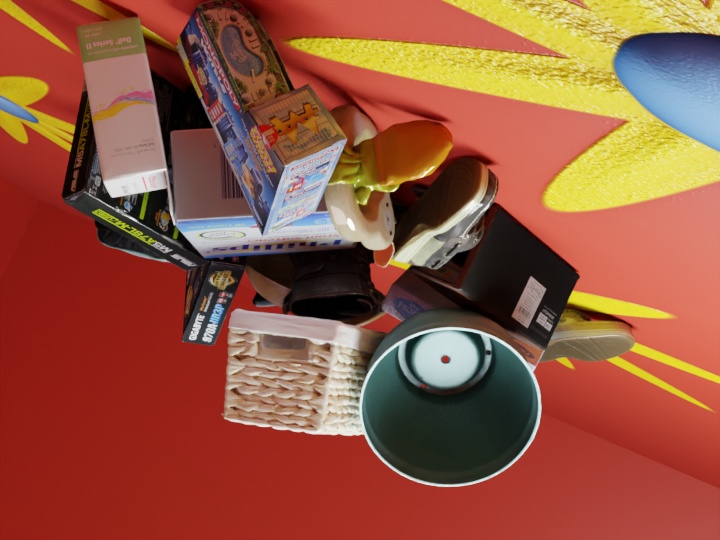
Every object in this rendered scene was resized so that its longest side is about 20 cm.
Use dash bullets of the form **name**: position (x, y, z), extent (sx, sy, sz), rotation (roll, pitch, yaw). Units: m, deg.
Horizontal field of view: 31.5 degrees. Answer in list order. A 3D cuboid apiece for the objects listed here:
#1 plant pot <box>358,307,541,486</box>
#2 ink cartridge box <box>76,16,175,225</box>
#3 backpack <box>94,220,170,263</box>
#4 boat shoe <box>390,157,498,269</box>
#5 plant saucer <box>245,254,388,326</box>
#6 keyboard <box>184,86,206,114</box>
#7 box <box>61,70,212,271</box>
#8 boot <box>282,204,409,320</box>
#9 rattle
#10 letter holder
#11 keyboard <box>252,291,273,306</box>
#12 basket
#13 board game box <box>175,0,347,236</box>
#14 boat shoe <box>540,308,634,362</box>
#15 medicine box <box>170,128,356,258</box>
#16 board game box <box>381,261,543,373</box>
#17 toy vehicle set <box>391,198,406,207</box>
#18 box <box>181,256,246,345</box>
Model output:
- **plant pot**: position (0.098, 0.123, 1.446), extent (0.199, 0.201, 0.134), rotation (26, -158, -11)
- **ink cartridge box**: position (-0.240, -0.145, 1.315), extent (0.067, 0.202, 0.117), rotation (-10, 176, -7)
- **backpack**: position (-0.280, -0.099, 1.885), extent (0.153, 0.177, 0.199), rotation (8, -174, -45)
- **boat shoe**: position (0.095, -0.052, 1.282), extent (0.066, 0.072, 0.201), rotation (20, 154, -16)
- **plant saucer**: position (-0.059, 0.026, 1.581), extent (0.199, 0.036, 0.200), rotation (19, -168, -4)
- **keyboard**: position (-0.122, -0.154, 1.519), extent (0.104, 0.040, 0.200), rotation (37, 175, 40)
- **box**: position (-0.243, -0.129, 1.471), extent (0.047, 0.202, 0.193), rotation (-16, 147, 34)
- **boot**: position (0.000, 0.000, 1.490), extent (0.198, 0.070, 0.175), rotation (-9, -148, -6)
- **rattle**: position (0.046, -0.077, 1.248), extent (0.142, 0.131, 0.200), rotation (-19, 137, 13)
- **letter holder**: position (0.133, -0.005, 1.462), extent (0.142, 0.101, 0.200), rotation (21, 172, 42)
- **keyboard**: position (-0.073, -0.010, 1.746), extent (0.103, 0.201, 0.040), rotation (-10, 124, 23)
- **basket**: position (-0.059, 0.119, 1.442), extent (0.134, 0.125, 0.200), rotation (6, 175, 19)
- **board game box**: position (-0.082, -0.138, 1.109), extent (0.201, 0.061, 0.200), rotation (66, 164, -5)
- **boat shoe**: position (0.281, 0.082, 1.719), extent (0.199, 0.065, 0.072), rotation (-10, 145, 44)
- **medicine box**: position (-0.099, -0.084, 1.384), extent (0.180, 0.104, 0.200), rotation (-4, 170, 2)
- **board game box**: position (0.144, 0.052, 1.606), extent (0.199, 0.044, 0.199), rotation (30, -158, 8)
- **toy vehicle set**: position (0.007, -0.081, 1.617), extent (0.199, 0.027, 0.124), rotation (28, 172, -23)
- **box**: position (-0.182, -0.022, 1.602), extent (0.046, 0.160, 0.200), rotation (8, 147, -15)
